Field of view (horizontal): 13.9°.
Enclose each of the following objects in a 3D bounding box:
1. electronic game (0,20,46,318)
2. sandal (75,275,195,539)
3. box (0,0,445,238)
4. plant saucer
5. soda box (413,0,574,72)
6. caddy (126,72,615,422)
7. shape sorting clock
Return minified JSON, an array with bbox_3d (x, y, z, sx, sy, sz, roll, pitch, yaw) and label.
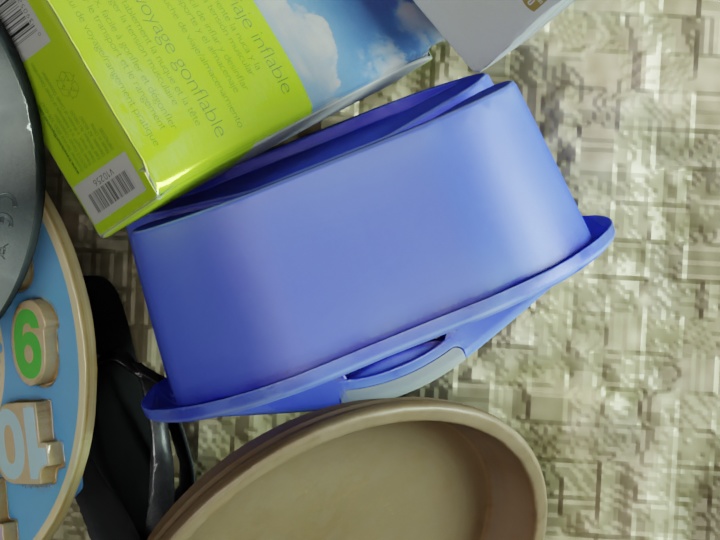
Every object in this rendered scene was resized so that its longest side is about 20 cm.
[{"bbox_3d":[-0.212,-0.046,1.125,0.199,0.042,0.201,5,107,18],"label":"electronic game"},{"bbox_3d":[-0.086,0.093,1.222,0.043,0.076,0.201,-10,105,17],"label":"sandal"},{"bbox_3d":[-0.057,-0.106,1.162,0.048,0.200,0.122,-31,90,44],"label":"box"},{"bbox_3d":[-0.016,0.125,1.181,0.200,0.200,0.029,-45,50,7],"label":"plant saucer"},{"bbox_3d":[0.016,-0.180,1.181,0.200,0.068,0.064,49,126,1],"label":"soda box"},{"bbox_3d":[0.000,0.000,1.163,0.200,0.141,0.105,-22,99,-3],"label":"caddy"},{"bbox_3d":[-0.180,0.032,1.195,0.200,0.039,0.201,10,105,39],"label":"shape sorting clock"}]
